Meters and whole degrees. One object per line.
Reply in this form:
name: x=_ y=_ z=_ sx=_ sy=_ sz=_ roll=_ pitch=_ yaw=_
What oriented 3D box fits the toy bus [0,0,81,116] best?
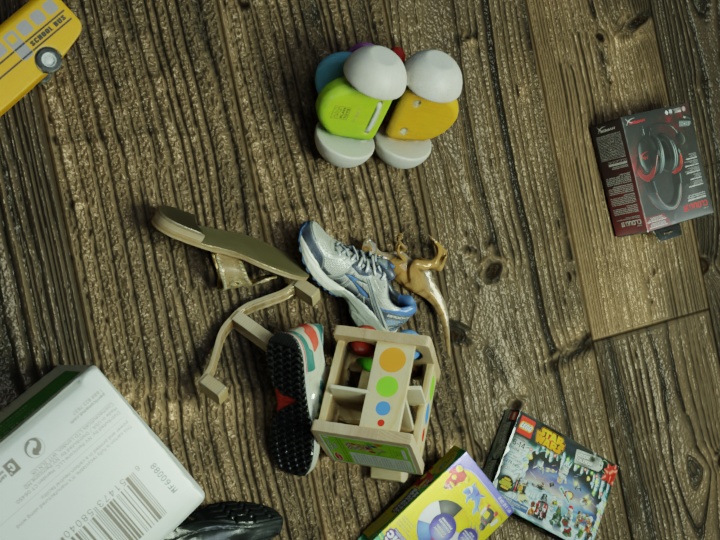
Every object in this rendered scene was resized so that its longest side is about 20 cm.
toy bus: x=-0.407 y=-0.228 z=1.220 sx=0.078 sy=0.065 sz=0.200 roll=48 pitch=67 yaw=-16

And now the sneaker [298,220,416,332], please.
sneaker: x=0.000 y=0.000 z=1.392 sx=0.200 sy=0.085 sz=0.077 roll=47 pitch=25 yaw=-23

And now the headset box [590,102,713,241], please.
headset box: x=0.456 y=-0.146 z=1.659 sx=0.148 sy=0.075 sz=0.201 roll=-14 pitch=92 yaw=-28

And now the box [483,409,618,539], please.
box: x=0.271 y=0.304 z=1.543 sx=0.200 sy=0.040 sz=0.137 roll=30 pitch=72 yaw=-22

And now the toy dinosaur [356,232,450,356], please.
toy dinosaur: x=0.082 y=0.010 z=1.471 sx=0.200 sy=0.060 sz=0.106 roll=41 pitch=93 yaw=-13

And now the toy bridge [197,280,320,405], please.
toy bridge: x=-0.134 y=0.076 z=1.341 sx=0.067 sy=0.027 sz=0.200 roll=32 pitch=63 yaw=21

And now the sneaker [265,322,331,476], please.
sneaker: x=-0.066 y=0.160 z=1.354 sx=0.093 sy=0.070 sz=0.200 roll=-28 pitch=119 yaw=-53

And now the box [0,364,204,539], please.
box: x=-0.323 y=0.236 z=1.164 sx=0.199 sy=0.171 sz=0.200 roll=-43 pitch=104 yaw=-24

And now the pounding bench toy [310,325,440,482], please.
pounding bench toy: x=0.031 y=0.172 z=1.374 sx=0.124 sy=0.200 sz=0.156 roll=6 pitch=64 yaw=14

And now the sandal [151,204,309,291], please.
sandal: x=-0.172 y=-0.010 z=1.334 sx=0.211 sy=0.078 sz=0.070 roll=23 pitch=108 yaw=-27

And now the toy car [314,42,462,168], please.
toy car: x=0.026 y=-0.236 z=1.412 sx=0.200 sy=0.175 sz=0.150 roll=-2 pitch=52 yaw=-27

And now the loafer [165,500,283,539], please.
loafer: x=-0.189 y=0.326 z=1.291 sx=0.200 sy=0.068 sz=0.071 roll=-4 pitch=106 yaw=-30

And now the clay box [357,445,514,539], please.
clay box: x=0.095 y=0.345 z=1.424 sx=0.200 sy=0.048 sz=0.115 roll=-42 pitch=103 yaw=-12
